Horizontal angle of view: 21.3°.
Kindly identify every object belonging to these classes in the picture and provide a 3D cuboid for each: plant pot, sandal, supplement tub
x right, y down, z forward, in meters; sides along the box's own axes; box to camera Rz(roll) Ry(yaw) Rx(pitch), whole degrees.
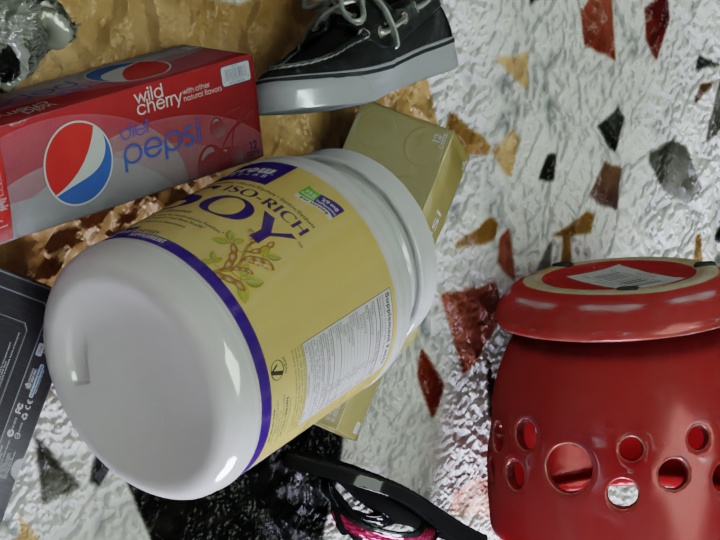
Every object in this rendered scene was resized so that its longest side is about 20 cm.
[{"bbox_3d":[0.182,0.092,1.343,0.199,0.199,0.184,-15,104,-41],"label":"plant pot"},{"bbox_3d":[0.018,0.168,1.285,0.200,0.075,0.045,35,76,-47],"label":"sandal"},{"bbox_3d":[-0.061,0.022,1.066,0.200,0.144,0.147,-32,123,-46],"label":"supplement tub"}]

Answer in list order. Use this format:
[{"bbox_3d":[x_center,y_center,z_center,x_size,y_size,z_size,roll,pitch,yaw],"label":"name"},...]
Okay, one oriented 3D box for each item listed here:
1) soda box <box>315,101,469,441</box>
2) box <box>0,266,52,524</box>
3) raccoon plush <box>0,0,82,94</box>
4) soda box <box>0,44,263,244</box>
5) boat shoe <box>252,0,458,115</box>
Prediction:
[{"bbox_3d":[0.000,0.000,1.210,0.064,0.067,0.202,41,70,-73],"label":"soda box"},{"bbox_3d":[-0.251,0.083,1.014,0.158,0.048,0.202,23,84,-45],"label":"box"},{"bbox_3d":[-0.205,-0.181,0.963,0.133,0.096,0.202,-2,102,-52],"label":"raccoon plush"},{"bbox_3d":[-0.150,-0.072,1.054,0.199,0.070,0.064,-21,114,-40],"label":"soda box"},{"bbox_3d":[-0.004,-0.139,1.169,0.199,0.073,0.069,-24,107,-49],"label":"boat shoe"}]
